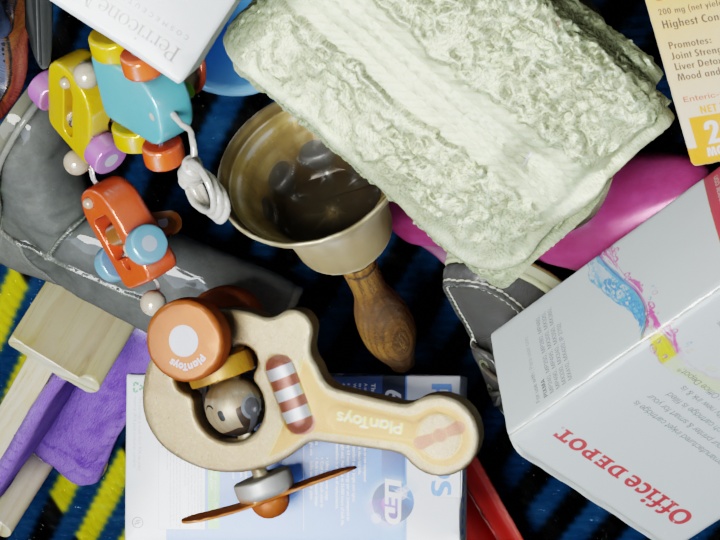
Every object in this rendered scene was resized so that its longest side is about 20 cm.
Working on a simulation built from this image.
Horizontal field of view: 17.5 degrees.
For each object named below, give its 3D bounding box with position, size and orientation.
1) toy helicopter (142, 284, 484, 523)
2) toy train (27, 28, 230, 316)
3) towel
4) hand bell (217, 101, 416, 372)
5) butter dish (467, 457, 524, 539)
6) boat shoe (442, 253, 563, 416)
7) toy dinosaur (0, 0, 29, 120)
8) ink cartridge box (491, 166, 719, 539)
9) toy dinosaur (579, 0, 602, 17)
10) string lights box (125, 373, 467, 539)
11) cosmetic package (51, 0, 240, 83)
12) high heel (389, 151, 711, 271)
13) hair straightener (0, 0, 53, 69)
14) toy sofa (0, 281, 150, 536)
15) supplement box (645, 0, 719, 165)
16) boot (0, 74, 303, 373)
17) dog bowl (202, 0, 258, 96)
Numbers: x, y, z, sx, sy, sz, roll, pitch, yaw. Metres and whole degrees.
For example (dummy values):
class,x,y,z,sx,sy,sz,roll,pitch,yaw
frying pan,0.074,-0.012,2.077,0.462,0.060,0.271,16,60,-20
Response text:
class,x,y,z,sx,sy,sz,roll,pitch,yaw
toy helicopter,-0.029,0.088,1.325,0.200,0.079,0.132,10,98,15
toy train,-0.113,-0.064,1.287,0.150,0.056,0.200,59,153,0
towel,0.042,-0.097,1.162,0.200,0.036,0.148,40,115,-1
hand bell,0.000,0.000,1.306,0.104,0.104,0.200,5,147,22
butter dish,-0.010,0.193,1.495,0.199,0.148,0.200,-9,125,31
boat shoe,0.104,0.058,1.333,0.072,0.066,0.201,8,154,38
toy dinosaur,-0.202,-0.155,1.296,0.200,0.105,0.182,-1,134,23
ink cartridge box,0.190,0.040,1.239,0.200,0.083,0.146,-37,128,26
toy dinosaur,0.074,-0.151,1.185,0.200,0.077,0.102,12,141,19
string lights box,-0.037,0.113,1.397,0.200,0.103,0.059,0,177,6
cosmetic package,-0.072,-0.203,1.138,0.101,0.071,0.200,32,101,-5
high heel,0.093,-0.049,1.279,0.200,0.067,0.096,-8,138,47
hair straightener,-0.162,-0.191,1.231,0.077,0.041,0.200,-5,130,-22
toy sofa,-0.200,0.093,1.539,0.098,0.083,0.200,32,136,-3
supplement box,0.195,-0.156,1.108,0.126,0.074,0.200,-10,126,18
boot,-0.130,-0.018,1.412,0.200,0.073,0.182,29,149,6
dog bowl,-0.071,-0.177,1.249,0.111,0.050,0.200,15,135,12
